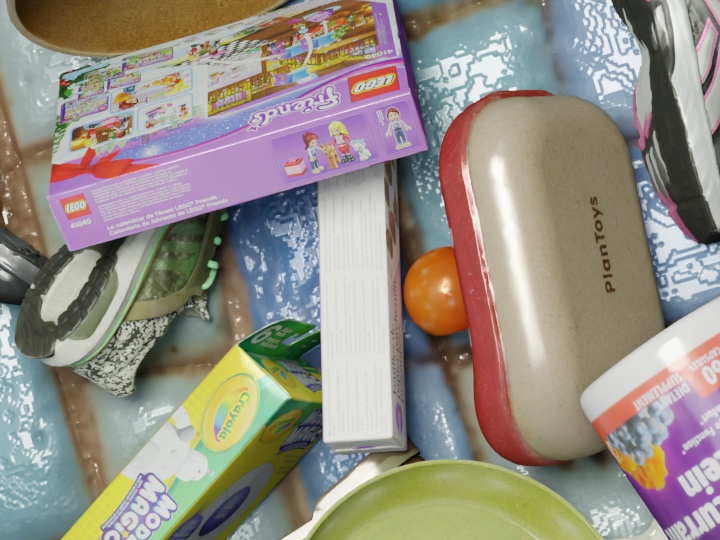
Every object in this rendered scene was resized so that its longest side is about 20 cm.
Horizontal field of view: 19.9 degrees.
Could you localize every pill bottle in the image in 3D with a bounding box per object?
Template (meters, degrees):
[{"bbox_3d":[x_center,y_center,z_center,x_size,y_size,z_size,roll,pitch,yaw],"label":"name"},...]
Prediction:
[{"bbox_3d":[0.206,0.115,1.008,0.111,0.111,0.200,-35,79,9],"label":"pill bottle"}]

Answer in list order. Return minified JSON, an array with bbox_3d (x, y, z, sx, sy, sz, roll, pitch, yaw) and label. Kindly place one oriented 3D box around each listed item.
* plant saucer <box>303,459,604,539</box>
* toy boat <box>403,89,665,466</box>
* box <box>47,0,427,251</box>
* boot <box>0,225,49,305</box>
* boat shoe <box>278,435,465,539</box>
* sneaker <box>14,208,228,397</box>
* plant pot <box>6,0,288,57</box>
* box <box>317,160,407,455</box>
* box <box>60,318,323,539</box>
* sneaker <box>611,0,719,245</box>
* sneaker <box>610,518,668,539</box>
[{"bbox_3d":[0.050,0.200,1.085,0.200,0.031,0.200,4,72,-12],"label":"plant saucer"},{"bbox_3d":[0.079,0.008,1.115,0.131,0.130,0.200,-14,85,41],"label":"toy boat"},{"bbox_3d":[-0.069,-0.087,1.119,0.200,0.137,0.039,-15,123,6],"label":"box"},{"bbox_3d":[-0.287,0.047,1.199,0.165,0.066,0.200,30,92,18],"label":"boot"},{"bbox_3d":[-0.028,0.180,1.143,0.200,0.072,0.068,-43,80,8],"label":"boat shoe"},{"bbox_3d":[-0.109,-0.012,1.174,0.200,0.089,0.077,-51,42,-11],"label":"sneaker"},{"bbox_3d":[-0.125,-0.249,1.132,0.186,0.186,0.200,-21,71,10],"label":"plant pot"},{"bbox_3d":[0.000,0.000,1.134,0.041,0.039,0.200,-6,73,12],"label":"box"},{"bbox_3d":[-0.083,0.110,1.132,0.048,0.117,0.200,42,97,16],"label":"box"},{"bbox_3d":[0.193,-0.115,1.105,0.086,0.080,0.200,-13,96,-9],"label":"sneaker"},{"bbox_3d":[0.207,0.111,1.100,0.080,0.070,0.200,40,97,12],"label":"sneaker"}]
